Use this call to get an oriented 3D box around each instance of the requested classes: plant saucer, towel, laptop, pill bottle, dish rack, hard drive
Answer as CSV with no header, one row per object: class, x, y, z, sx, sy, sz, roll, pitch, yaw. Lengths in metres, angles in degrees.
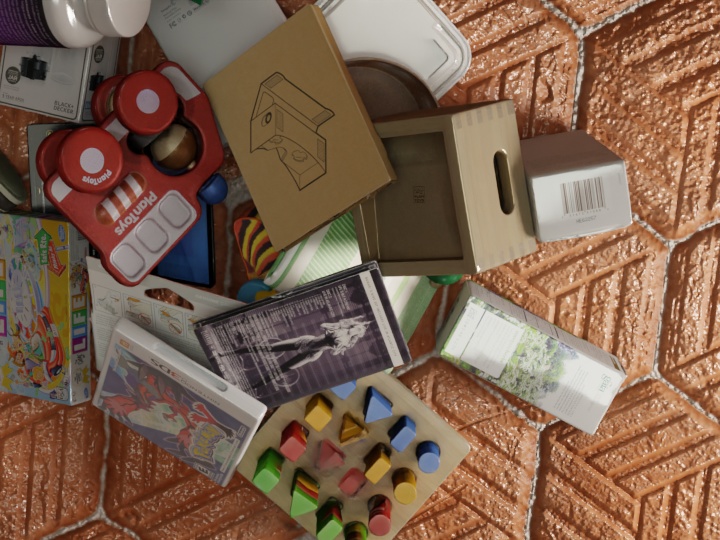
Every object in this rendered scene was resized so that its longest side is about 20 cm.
plant saucer,-0.008,-0.137,1.719,0.198,0.035,0.202,-7,118,-14
towel,0.000,0.000,1.732,0.200,0.023,0.153,36,79,-36
laptop,-0.261,-0.070,1.742,0.198,0.103,0.179,-2,99,-7
pill bottle,-0.315,-0.280,1.615,0.198,0.111,0.113,6,101,25
dish rack,0.005,-0.225,1.747,0.200,0.044,0.172,-43,97,6
hard drive,-0.145,-0.252,1.724,0.131,0.025,0.201,-32,84,8

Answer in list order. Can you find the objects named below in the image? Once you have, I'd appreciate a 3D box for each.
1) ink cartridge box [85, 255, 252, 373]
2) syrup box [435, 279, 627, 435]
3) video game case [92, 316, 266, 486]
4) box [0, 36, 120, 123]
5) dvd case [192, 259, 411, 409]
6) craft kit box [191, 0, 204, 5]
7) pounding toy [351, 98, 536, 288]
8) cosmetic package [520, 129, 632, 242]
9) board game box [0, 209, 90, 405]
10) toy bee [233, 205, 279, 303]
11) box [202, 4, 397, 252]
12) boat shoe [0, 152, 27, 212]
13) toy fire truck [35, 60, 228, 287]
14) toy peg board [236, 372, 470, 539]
ink cartridge box,-0.196,0.063,1.729,0.198,0.044,0.175,16,133,14
syrup box,0.188,0.096,1.782,0.199,0.081,0.079,27,101,-5
video game case,-0.201,0.147,1.742,0.181,0.200,0.023,32,58,2
box,-0.315,-0.266,1.711,0.116,0.060,0.202,13,101,23
dvd case,-0.058,0.074,1.670,0.198,0.016,0.149,-18,133,3
craft kit box,-0.210,-0.400,1.663,0.199,0.049,0.199,27,64,-4
pounding toy,0.085,-0.065,1.652,0.183,0.142,0.202,-2,102,44
cosmetic package,0.212,-0.092,1.687,0.101,0.200,0.075,-10,103,-1
board game box,-0.357,0.038,1.765,0.133,0.034,0.202,7,102,32
toy bee,-0.074,0.024,1.758,0.108,0.132,0.201,3,139,14
box,-0.065,-0.142,1.635,0.163,0.021,0.201,-31,78,31
boat shoe,-0.449,-0.134,1.752,0.061,0.072,0.201,-43,90,11
toy fire truck,-0.225,-0.106,1.650,0.200,0.112,0.168,-47,110,-16
toy peg board,-0.011,0.217,1.796,0.200,0.098,0.199,41,98,-7
